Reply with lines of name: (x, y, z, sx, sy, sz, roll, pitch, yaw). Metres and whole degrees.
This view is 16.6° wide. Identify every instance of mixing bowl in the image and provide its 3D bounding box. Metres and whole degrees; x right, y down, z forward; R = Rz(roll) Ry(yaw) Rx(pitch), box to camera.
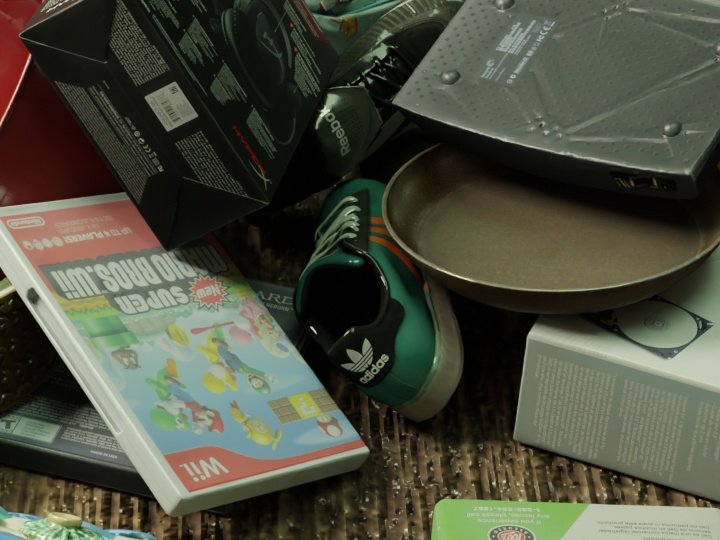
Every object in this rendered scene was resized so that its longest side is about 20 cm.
mixing bowl: (-0.191, -0.066, 1.429, 0.108, 0.200, 0.200, 29, 24, -24)

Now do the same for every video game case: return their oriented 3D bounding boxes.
video game case: (-0.113, 0.056, 1.377, 0.142, 0.019, 0.200, 12, 32, 9)
video game case: (-0.099, 0.037, 1.317, 0.143, 0.017, 0.200, -10, 55, -47)

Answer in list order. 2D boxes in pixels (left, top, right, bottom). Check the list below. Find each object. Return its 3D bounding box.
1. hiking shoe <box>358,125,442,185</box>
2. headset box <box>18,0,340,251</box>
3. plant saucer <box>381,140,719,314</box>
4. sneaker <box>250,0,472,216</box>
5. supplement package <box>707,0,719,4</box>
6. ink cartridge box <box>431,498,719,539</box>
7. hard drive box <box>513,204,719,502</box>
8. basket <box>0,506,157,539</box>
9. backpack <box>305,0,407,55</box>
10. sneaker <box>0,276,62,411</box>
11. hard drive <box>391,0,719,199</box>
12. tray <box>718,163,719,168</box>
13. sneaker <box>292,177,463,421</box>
hiking shoe: (0.096, -0.050, 1.545, 0.199, 0.076, 0.101, -2, 43, 1)
headset box: (-0.094, -0.130, 1.393, 0.077, 0.149, 0.200, -24, 23, 24)
plant saucer: (0.111, -0.027, 1.396, 0.199, 0.032, 0.201, -1, 29, 1)
sneaker: (-0.005, -0.096, 1.491, 0.200, 0.067, 0.091, -37, 7, 8)
supplement package: (0.180, -0.230, 1.714, 0.199, 0.192, 0.147, 11, 33, 9)
ink cartridge box: (0.108, 0.198, 1.129, 0.145, 0.084, 0.200, 3, 32, -4)
hard drive box: (0.205, 0.053, 1.381, 0.199, 0.077, 0.156, 16, 34, 14)
basket: (-0.172, 0.177, 1.063, 0.175, 0.140, 0.200, 10, 23, 5)
backpack: (-0.046, -0.150, 1.606, 0.127, 0.167, 0.200, 44, 42, 19)
sneaker: (-0.242, 0.053, 1.301, 0.090, 0.067, 0.200, 16, 41, 32)
hard drive: (0.132, -0.107, 1.420, 0.199, 0.042, 0.135, 16, 57, 33)
tray: (0.209, -0.093, 1.546, 0.200, 0.037, 0.099, 30, 14, -41)
sneaker: (0.000, 0.000, 1.410, 0.080, 0.071, 0.200, 31, 22, -30)
